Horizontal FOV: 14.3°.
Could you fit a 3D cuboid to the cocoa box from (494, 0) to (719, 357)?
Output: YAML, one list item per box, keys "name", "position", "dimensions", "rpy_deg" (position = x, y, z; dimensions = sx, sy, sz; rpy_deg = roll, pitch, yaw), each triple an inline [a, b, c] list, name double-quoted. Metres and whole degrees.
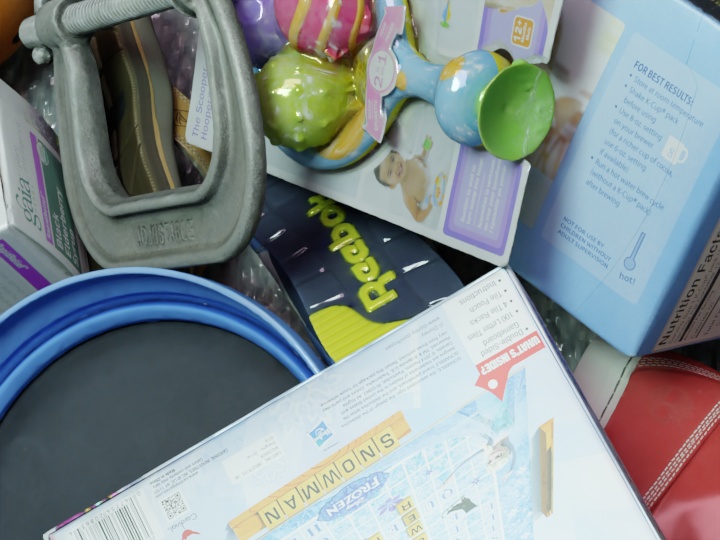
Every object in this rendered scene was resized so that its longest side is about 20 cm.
- name: "cocoa box"
  position: [0.094, -0.078, 1.114]
  dimensions: [0.200, 0.131, 0.134]
  rpy_deg: [38, 118, 29]

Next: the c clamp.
- name: "c clamp"
  position: [-0.091, -0.082, 1.134]
  dimensions: [0.200, 0.027, 0.171]
  rpy_deg: [5, 99, 59]

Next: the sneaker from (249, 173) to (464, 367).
- name: "sneaker"
  position: [0.000, 0.000, 1.164]
  dimensions: [0.074, 0.082, 0.200]
  rpy_deg: [-26, 44, 3]

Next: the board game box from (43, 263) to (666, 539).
- name: "board game box"
  position: [0.016, 0.132, 1.020]
  dimensions: [0.200, 0.041, 0.200]
  rpy_deg: [-30, 67, 5]

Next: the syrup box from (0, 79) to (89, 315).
- name: "syrup box"
  position: [-0.219, -0.001, 1.208]
  dimensions: [0.200, 0.081, 0.079]
  rpy_deg: [-20, 59, 12]

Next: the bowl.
- name: "bowl"
  position: [-0.086, 0.101, 1.120]
  dimensions: [0.200, 0.039, 0.201]
  rpy_deg: [-4, 79, 21]

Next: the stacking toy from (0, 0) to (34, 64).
- name: "stacking toy"
  position: [-0.132, -0.175, 1.281]
  dimensions: [0.200, 0.146, 0.146]
  rpy_deg: [-25, 57, -17]

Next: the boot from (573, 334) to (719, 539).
- name: "boot"
  position: [0.116, 0.130, 1.062]
  dimensions: [0.144, 0.072, 0.200]
  rpy_deg: [21, 69, 20]

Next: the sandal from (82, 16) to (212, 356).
- name: "sandal"
  position: [-0.085, -0.041, 1.218]
  dimensions: [0.054, 0.082, 0.200]
  rpy_deg: [5, 54, -26]

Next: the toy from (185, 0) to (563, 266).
- name: "toy"
  position: [-0.011, -0.082, 1.078]
  dimensions: [0.200, 0.047, 0.115]
  rpy_deg: [21, 105, 44]
